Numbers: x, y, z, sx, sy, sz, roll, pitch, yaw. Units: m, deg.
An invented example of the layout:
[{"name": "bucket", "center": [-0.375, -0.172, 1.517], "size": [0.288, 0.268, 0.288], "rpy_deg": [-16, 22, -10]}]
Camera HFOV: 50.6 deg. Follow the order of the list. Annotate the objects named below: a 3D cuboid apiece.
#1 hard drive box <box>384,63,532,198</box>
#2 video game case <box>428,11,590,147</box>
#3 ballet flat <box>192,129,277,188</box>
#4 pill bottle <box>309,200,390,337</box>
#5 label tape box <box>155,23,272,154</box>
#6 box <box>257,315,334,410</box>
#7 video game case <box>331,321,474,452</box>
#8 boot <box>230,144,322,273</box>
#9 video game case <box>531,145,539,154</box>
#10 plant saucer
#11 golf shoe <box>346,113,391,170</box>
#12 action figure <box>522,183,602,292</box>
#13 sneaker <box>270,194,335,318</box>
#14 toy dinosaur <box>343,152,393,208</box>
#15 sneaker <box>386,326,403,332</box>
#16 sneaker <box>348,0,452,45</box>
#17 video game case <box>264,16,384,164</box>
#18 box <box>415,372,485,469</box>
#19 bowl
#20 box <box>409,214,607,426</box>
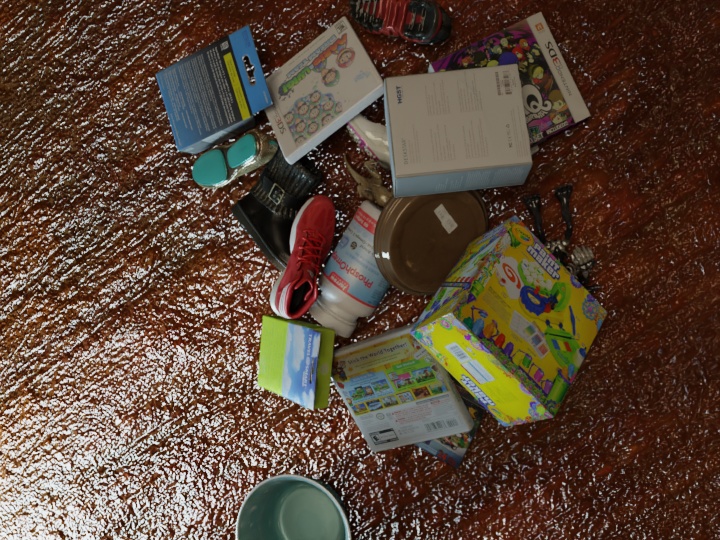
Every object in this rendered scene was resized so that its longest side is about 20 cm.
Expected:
[{"name": "hard drive box", "center": [0.137, -0.201, 1.102], "size": [0.194, 0.077, 0.160], "rpy_deg": [-5, 74, 0]}, {"name": "video game case", "center": [0.228, -0.274, 1.176], "size": [0.196, 0.036, 0.185], "rpy_deg": [-24, 83, -2]}, {"name": "ballet flat", "center": [-0.210, -0.185, 1.300], "size": [0.197, 0.064, 0.073], "rpy_deg": [-11, 87, 44]}, {"name": "pill bottle", "center": [0.000, 0.000, 1.228], "size": [0.107, 0.109, 0.203], "rpy_deg": [33, 98, 12]}, {"name": "label tape box", "center": [-0.240, -0.306, 1.309], "size": [0.196, 0.063, 0.148], "rpy_deg": [-20, 85, 19]}, {"name": "box", "center": [-0.102, 0.145, 1.228], "size": [0.198, 0.047, 0.126], "rpy_deg": [8, 93, 57]}, {"name": "video game case", "center": [0.054, 0.186, 1.180], "size": [0.197, 0.023, 0.185], "rpy_deg": [-21, 103, 37]}, {"name": "boot", "center": [-0.108, -0.093, 1.272], "size": [0.158, 0.079, 0.212], "rpy_deg": [-45, 79, 11]}, {"name": "video game case", "center": [0.163, -0.203, 1.197], "size": [0.197, 0.018, 0.146], "rpy_deg": [-29, 85, -6]}, {"name": "plant saucer", "center": [0.114, -0.051, 1.173], "size": [0.195, 0.030, 0.205], "rpy_deg": [-9, 116, -18]}, {"name": "golf shoe", "center": [0.059, -0.199, 1.238], "size": [0.200, 0.075, 0.092], "rpy_deg": [44, 90, 4]}, {"name": "action figure", "center": [0.295, -0.020, 1.152], "size": [0.116, 0.102, 0.206], "rpy_deg": [-12, 85, 22]}, {"name": "sneaker", "center": [-0.073, -0.016, 1.182], "size": [0.077, 0.115, 0.205], "rpy_deg": [17, 90, -21]}, {"name": "toy dinosaur", "center": [0.022, -0.129, 1.218], "size": [0.199, 0.101, 0.059], "rpy_deg": [39, 86, 19]}, {"name": "sneaker", "center": [0.134, 0.085, 1.216], "size": [0.196, 0.131, 0.080], "rpy_deg": [-9, 130, 48]}, {"name": "sneaker", "center": [0.067, -0.409, 1.230], "size": [0.198, 0.097, 0.073], "rpy_deg": [28, 111, 36]}, {"name": "video game case", "center": [-0.069, -0.298, 1.250], "size": [0.198, 0.024, 0.185], "rpy_deg": [-34, 55, 13]}, {"name": "box", "center": [0.094, 0.210, 1.209], "size": [0.196, 0.038, 0.139], "rpy_deg": [27, 126, 14]}, {"name": "bowl", "center": [-0.095, 0.426, 1.257], "size": [0.195, 0.105, 0.207], "rpy_deg": [0, 90, 16]}, {"name": "box", "center": [0.211, 0.073, 1.076], "size": [0.200, 0.122, 0.194], "rpy_deg": [44, 61, -7]}]
